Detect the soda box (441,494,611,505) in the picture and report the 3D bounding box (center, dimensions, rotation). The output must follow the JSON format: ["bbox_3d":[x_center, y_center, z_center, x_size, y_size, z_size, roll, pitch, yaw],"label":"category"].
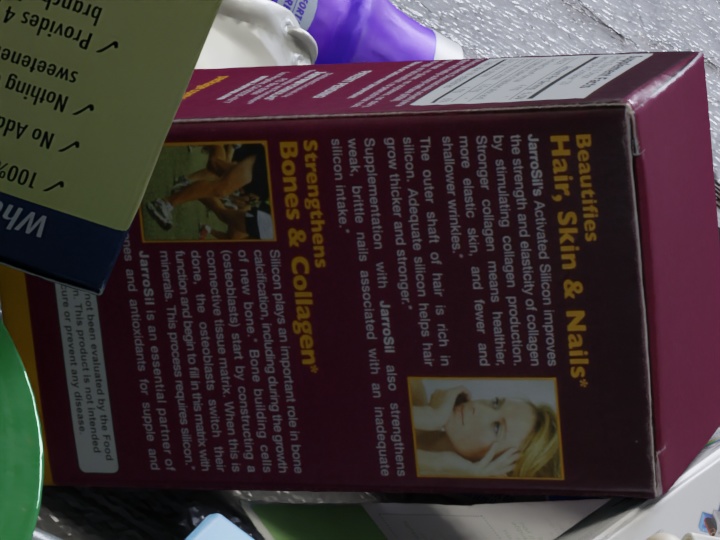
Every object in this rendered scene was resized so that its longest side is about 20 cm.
[{"bbox_3d":[0.103,0.060,0.976,0.199,0.070,0.064,24,25,-33],"label":"soda box"}]

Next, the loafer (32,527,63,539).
[{"bbox_3d":[-0.144,0.087,0.669,0.199,0.072,0.063,17,47,-17],"label":"loafer"}]

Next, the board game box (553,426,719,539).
[{"bbox_3d":[0.084,0.129,0.759,0.200,0.035,0.127,-26,91,-49],"label":"board game box"}]

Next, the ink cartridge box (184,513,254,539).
[{"bbox_3d":[0.000,0.174,0.588,0.199,0.126,0.129,35,24,6],"label":"ink cartridge box"}]

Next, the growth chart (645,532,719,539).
[{"bbox_3d":[0.119,0.164,0.739,0.144,0.018,0.201,25,56,-38],"label":"growth chart"}]

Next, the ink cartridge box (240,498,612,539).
[{"bbox_3d":[0.063,0.131,0.845,0.199,0.048,0.146,2,38,-43],"label":"ink cartridge box"}]

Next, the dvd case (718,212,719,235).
[{"bbox_3d":[0.108,0.008,0.961,0.150,0.025,0.200,29,17,-14],"label":"dvd case"}]

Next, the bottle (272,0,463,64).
[{"bbox_3d":[-0.055,-0.108,1.106,0.199,0.084,0.065,25,-9,-19],"label":"bottle"}]

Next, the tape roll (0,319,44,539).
[{"bbox_3d":[-0.170,0.037,0.608,0.199,0.048,0.201,17,38,-14],"label":"tape roll"}]

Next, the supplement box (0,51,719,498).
[{"bbox_3d":[0.000,0.000,0.816,0.198,0.111,0.086,-1,14,22],"label":"supplement box"}]

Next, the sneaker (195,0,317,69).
[{"bbox_3d":[-0.038,-0.050,0.914,0.200,0.071,0.073,51,-15,-8],"label":"sneaker"}]

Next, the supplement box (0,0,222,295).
[{"bbox_3d":[-0.112,-0.136,0.642,0.199,0.200,0.135,19,38,-10],"label":"supplement box"}]
